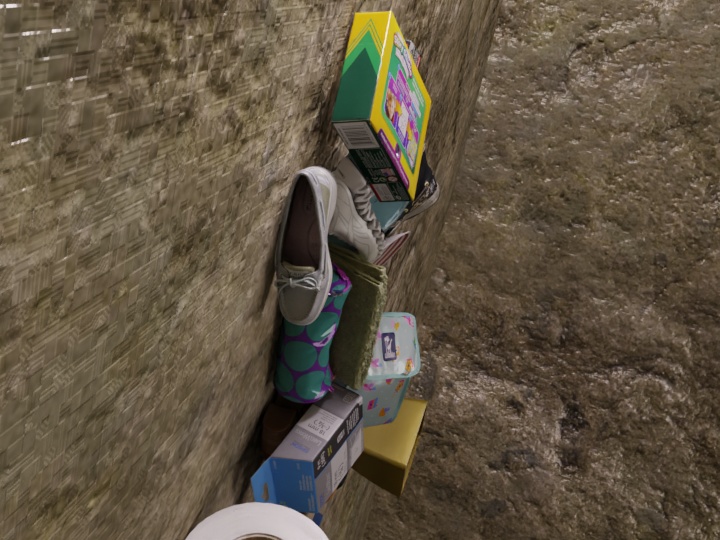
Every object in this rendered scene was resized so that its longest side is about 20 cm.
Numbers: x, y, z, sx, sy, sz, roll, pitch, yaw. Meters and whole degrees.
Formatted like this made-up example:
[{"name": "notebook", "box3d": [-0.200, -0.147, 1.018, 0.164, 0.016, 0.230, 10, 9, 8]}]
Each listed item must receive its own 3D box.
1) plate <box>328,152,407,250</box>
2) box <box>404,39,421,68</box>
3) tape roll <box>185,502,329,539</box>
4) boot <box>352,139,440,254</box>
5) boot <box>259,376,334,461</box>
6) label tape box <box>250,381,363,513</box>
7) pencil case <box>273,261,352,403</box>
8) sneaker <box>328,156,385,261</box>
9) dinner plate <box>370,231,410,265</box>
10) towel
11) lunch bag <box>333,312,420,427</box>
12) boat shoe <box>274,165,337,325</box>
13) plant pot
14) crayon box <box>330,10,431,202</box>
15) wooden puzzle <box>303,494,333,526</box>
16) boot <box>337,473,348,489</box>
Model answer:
[{"name": "plate", "box3d": [0.022, -0.112, 1.394, 0.200, 0.026, 0.201, -30, 141, -28]}, {"name": "box", "box3d": [0.050, -0.276, 1.545, 0.137, 0.038, 0.201, -19, 125, -78]}, {"name": "tape roll", "box3d": [-0.127, 0.387, 1.138, 0.203, 0.202, 0.071, -62, 166, -51]}, {"name": "boot", "box3d": [0.034, -0.128, 1.485, 0.203, 0.073, 0.154, -35, 144, -13]}, {"name": "boot", "box3d": [-0.092, 0.225, 1.447, 0.156, 0.076, 0.200, 94, 18, -47]}, {"name": "label tape box", "box3d": [-0.073, 0.286, 1.378, 0.200, 0.063, 0.144, -49, 152, -36]}, {"name": "pencil case", "box3d": [-0.068, 0.088, 1.312, 0.085, 0.092, 0.201, -115, -148, -53]}, {"name": "sneaker", "box3d": [-0.020, -0.074, 1.302, 0.081, 0.075, 0.200, -32, 144, -7]}, {"name": "dinner plate", "box3d": [0.000, 0.000, 1.476, 0.200, 0.024, 0.200, -41, 175, -4]}, {"name": "towel", "box3d": [-0.029, 0.063, 1.360, 0.036, 0.148, 0.201, -15, 125, -46]}, {"name": "lunch bag", "box3d": [0.005, 0.158, 1.543, 0.170, 0.122, 0.200, 2, 117, -48]}, {"name": "boat shoe", "box3d": [-0.073, -0.028, 1.155, 0.065, 0.074, 0.203, -26, 128, -70]}, {"name": "plant pot", "box3d": [0.057, 0.442, 2.426, 0.200, 0.176, 0.200, 95, 15, -55]}, {"name": "crayon box", "box3d": [0.033, -0.217, 1.252, 0.200, 0.058, 0.173, 54, 41, -57]}, {"name": "wooden puzzle", "box3d": [-0.101, 0.448, 1.718, 0.200, 0.046, 0.185, -53, -172, 45]}, {"name": "boot", "box3d": [-0.058, 0.362, 1.919, 0.162, 0.073, 0.199, 43, 57, -82]}]
